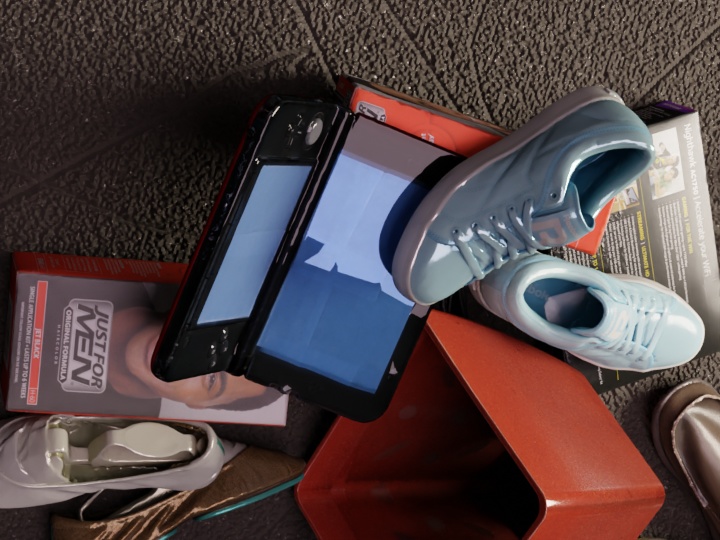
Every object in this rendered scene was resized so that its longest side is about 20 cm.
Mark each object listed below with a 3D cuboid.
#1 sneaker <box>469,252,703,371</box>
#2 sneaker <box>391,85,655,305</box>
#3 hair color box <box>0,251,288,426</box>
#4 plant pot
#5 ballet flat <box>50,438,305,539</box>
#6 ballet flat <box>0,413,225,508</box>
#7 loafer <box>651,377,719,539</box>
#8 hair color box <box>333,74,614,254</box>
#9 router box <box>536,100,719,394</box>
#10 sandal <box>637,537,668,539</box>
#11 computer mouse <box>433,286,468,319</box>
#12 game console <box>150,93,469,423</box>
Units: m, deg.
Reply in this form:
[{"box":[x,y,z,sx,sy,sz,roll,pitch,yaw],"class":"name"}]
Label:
[{"box":[0.177,0.038,1.564,0.198,0.082,0.075,14,101,-23],"class":"sneaker"},{"box":[0.110,-0.041,1.404,0.200,0.082,0.074,-42,128,-1],"class":"sneaker"},{"box":[-0.147,0.048,1.482,0.198,0.061,0.103,3,103,-14],"class":"hair color box"},{"box":[0.101,0.163,1.557,0.175,0.200,0.201,2,132,-40],"class":"plant pot"},{"box":[-0.138,0.160,1.545,0.199,0.068,0.073,-25,94,-12],"class":"ballet flat"},{"box":[-0.192,0.125,1.481,0.198,0.069,0.070,-1,106,-11],"class":"ballet flat"},{"box":[0.308,0.172,1.737,0.073,0.071,0.201,-39,116,-10],"class":"loafer"},{"box":[0.075,-0.077,1.506,0.198,0.102,0.062,17,98,-10],"class":"hair color box"},{"box":[0.202,-0.014,1.646,0.148,0.051,0.202,-17,109,-19],"class":"router box"},{"box":[0.283,0.273,1.729,0.198,0.055,0.082,21,79,2],"class":"sandal"},{"box":[0.000,0.000,1.563,0.198,0.046,0.142,-4,107,-23],"class":"computer mouse"},{"box":[-0.026,-0.001,1.399,0.202,0.118,0.172,-67,162,11],"class":"game console"}]
